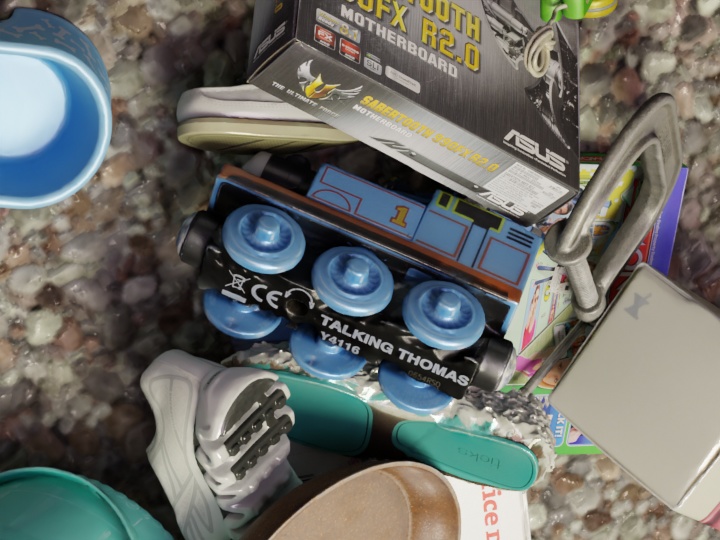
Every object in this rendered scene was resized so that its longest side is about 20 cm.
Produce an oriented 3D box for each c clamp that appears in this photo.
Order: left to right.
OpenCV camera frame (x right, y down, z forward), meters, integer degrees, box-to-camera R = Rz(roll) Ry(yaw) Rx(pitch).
[{"bbox_3d":[0.145,-0.015,1.225,0.171,0.027,0.200,-51,160,-12],"label":"c clamp"}]

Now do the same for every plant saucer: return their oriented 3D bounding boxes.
[{"bbox_3d":[-0.025,0.187,1.175,0.200,0.034,0.201,-29,137,-31],"label":"plant saucer"}]

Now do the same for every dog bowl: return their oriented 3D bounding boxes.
[{"bbox_3d":[-0.227,-0.088,1.125,0.199,0.050,0.112,4,108,-24],"label":"dog bowl"}]

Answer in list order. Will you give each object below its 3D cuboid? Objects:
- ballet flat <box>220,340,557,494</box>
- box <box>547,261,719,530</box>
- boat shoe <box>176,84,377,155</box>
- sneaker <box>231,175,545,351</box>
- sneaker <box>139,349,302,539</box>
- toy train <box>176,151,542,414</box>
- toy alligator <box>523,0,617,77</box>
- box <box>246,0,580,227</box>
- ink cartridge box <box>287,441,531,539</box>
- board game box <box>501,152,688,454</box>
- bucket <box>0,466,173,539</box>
[{"bbox_3d":[0.017,0.077,1.195,0.199,0.072,0.072,17,105,0],"label":"ballet flat"},{"bbox_3d":[0.236,0.096,1.306,0.200,0.128,0.109,26,102,-48],"label":"box"},{"bbox_3d":[-0.018,-0.104,1.193,0.199,0.075,0.069,-4,89,-33],"label":"boat shoe"},{"bbox_3d":[0.009,-0.008,1.239,0.199,0.074,0.082,-24,102,-3],"label":"sneaker"},{"bbox_3d":[-0.077,0.125,1.170,0.075,0.081,0.201,-41,140,-38],"label":"sneaker"},{"bbox_3d":[0.000,0.000,1.149,0.199,0.114,0.087,23,137,2],"label":"toy train"},{"bbox_3d":[0.119,-0.177,1.191,0.200,0.054,0.059,-51,147,-41],"label":"toy alligator"},{"bbox_3d":[0.035,-0.134,1.155,0.200,0.159,0.048,27,140,-28],"label":"box"},{"bbox_3d":[-0.002,0.152,1.274,0.199,0.084,0.145,-10,114,-7],"label":"ink cartridge box"},{"bbox_3d":[0.128,0.023,1.323,0.134,0.029,0.201,0,110,-21],"label":"board game box"},{"bbox_3d":[-0.190,0.219,1.166,0.206,0.135,0.208,10,116,22],"label":"bucket"}]
